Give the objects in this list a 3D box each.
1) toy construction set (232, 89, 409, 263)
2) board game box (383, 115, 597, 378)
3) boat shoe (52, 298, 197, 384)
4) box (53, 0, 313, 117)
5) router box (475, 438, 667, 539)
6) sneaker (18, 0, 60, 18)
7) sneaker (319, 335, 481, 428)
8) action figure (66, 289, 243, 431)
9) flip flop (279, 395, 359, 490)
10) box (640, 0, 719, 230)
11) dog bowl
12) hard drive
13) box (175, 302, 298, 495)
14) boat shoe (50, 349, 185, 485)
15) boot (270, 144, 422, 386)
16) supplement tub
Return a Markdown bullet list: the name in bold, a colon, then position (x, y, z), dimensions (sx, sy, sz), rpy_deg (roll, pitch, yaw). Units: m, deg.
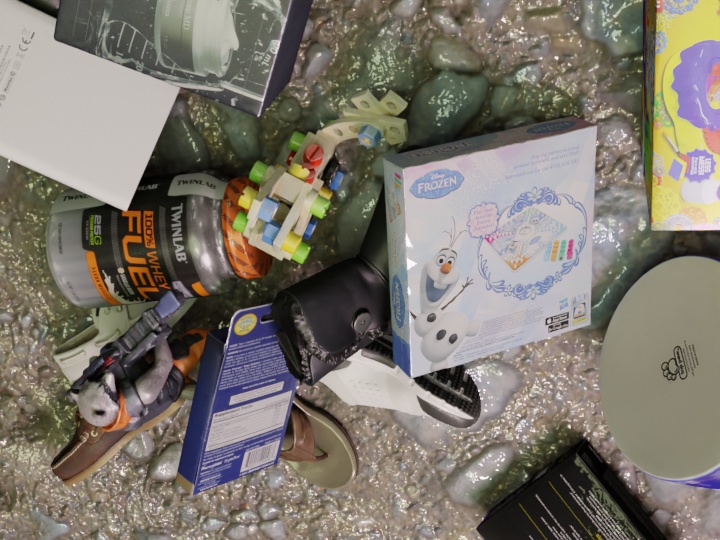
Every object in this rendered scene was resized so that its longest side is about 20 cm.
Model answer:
- **toy construction set**: position (-0.043, -0.089, 0.978), dimensions (0.092, 0.200, 0.131), rpy_deg (39, 153, 9)
- **board game box**: position (0.120, -0.023, 0.982), dimensions (0.198, 0.043, 0.201), rpy_deg (-14, 117, -22)
- **boat shoe**: position (-0.251, 0.055, 1.141), dimensions (0.199, 0.071, 0.070), rpy_deg (-35, 105, 29)
- **box**: position (-0.136, -0.270, 0.934), dimensions (0.195, 0.124, 0.202), rpy_deg (19, 117, 0)
- **router box**: position (0.239, 0.301, 1.129), dimensions (0.149, 0.051, 0.201), rpy_deg (-42, 81, 26)
- **sneaker**: position (-0.345, -0.298, 0.995), dimensions (0.198, 0.071, 0.100), rpy_deg (17, 115, -3)
- **sneaker**: position (0.029, 0.111, 1.111), dimensions (0.199, 0.074, 0.081), rpy_deg (27, 122, 8)
- **action figure**: position (-0.185, 0.096, 1.040), dimensions (0.200, 0.193, 0.105), rpy_deg (-41, 75, 43)
- **flip flop**: position (-0.083, 0.164, 1.160), dimensions (0.081, 0.058, 0.200), rpy_deg (-34, 104, 23)
- **box**: position (0.287, -0.161, 0.856), dimensions (0.121, 0.193, 0.202), rpy_deg (0, 114, 12)
- **dog bowl**: position (0.307, 0.090, 0.961), dimensions (0.078, 0.201, 0.201), rpy_deg (12, 122, -29)
- **hard drive**: position (-0.278, -0.156, 0.981), dimensions (0.198, 0.026, 0.133), rpy_deg (24, 83, -12)
- **box**: position (-0.110, 0.114, 1.063), dimensions (0.032, 0.121, 0.202), rpy_deg (31, 116, 33)
- **boat shoe**: position (-0.275, 0.159, 1.192), dimensions (0.199, 0.071, 0.070), rpy_deg (-39, 110, 16)
- **boot**: position (0.000, 0.000, 0.995), dimensions (0.076, 0.167, 0.202), rpy_deg (37, 138, 37)
- **supplement tub**: position (-0.191, -0.032, 1.055), dimensions (0.198, 0.123, 0.124), rpy_deg (-7, 113, 14)
